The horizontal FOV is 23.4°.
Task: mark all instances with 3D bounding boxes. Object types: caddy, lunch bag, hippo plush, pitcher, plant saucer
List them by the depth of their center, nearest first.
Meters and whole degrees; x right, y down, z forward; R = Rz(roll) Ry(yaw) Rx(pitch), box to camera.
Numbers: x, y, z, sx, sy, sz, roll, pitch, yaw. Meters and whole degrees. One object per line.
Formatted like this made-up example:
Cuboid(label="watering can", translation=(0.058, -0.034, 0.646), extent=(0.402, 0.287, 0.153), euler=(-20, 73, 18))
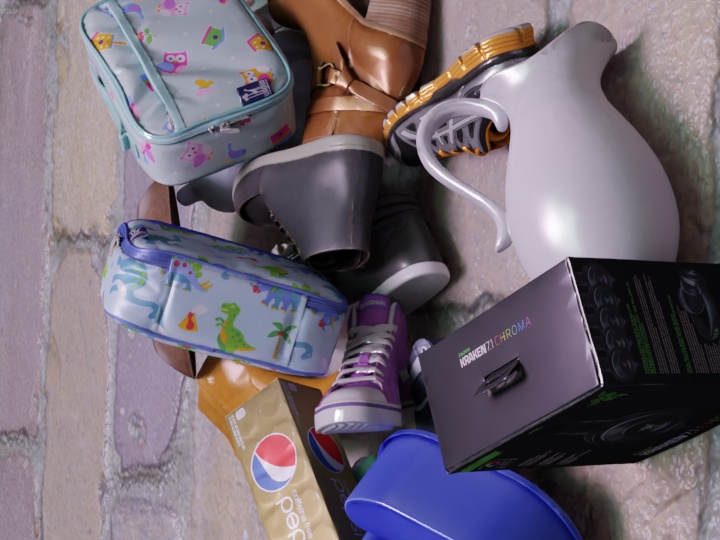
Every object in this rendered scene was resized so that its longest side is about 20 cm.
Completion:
Cuboid(label="pitcher", translation=(0.137, -0.063, 1.282), extent=(0.171, 0.121, 0.201), euler=(-22, 63, 14))
Cuboid(label="caddy", translation=(0.083, 0.204, 1.348), extent=(0.199, 0.105, 0.142), euler=(25, 142, 29))
Cuboid(label="lunch bag", translation=(-0.118, 0.020, 1.456), extent=(0.161, 0.199, 0.083), euler=(-135, 61, -77))
Cuboid(label="lunch bag", translation=(-0.156, -0.173, 1.540), extent=(0.200, 0.160, 0.077), euler=(57, 158, 35))
Cuboid(label="plant saucer", translation=(-0.186, 0.006, 1.649), extent=(0.200, 0.036, 0.202), euler=(174, 90, -87))
Cuboid(label="hippo plush", translation=(-0.104, -0.130, 1.662), extent=(0.161, 0.158, 0.201), euler=(88, 175, -53))

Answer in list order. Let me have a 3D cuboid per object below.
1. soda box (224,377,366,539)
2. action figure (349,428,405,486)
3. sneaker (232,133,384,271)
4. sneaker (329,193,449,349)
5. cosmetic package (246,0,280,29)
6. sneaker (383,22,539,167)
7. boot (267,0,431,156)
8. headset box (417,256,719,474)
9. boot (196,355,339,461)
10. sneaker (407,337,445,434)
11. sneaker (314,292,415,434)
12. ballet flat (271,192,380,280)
Cuboid(label="soda box", translation=(-0.043, 0.195, 1.462), extent=(0.068, 0.064, 0.201), euler=(-37, 58, 23))
Cuboid(label="action figure", translation=(-0.005, 0.217, 1.524), extent=(0.200, 0.118, 0.055), euler=(-56, 34, 25))
Cuboid(label="sneaker", translation=(-0.056, -0.044, 1.512), extent=(0.200, 0.074, 0.107), euler=(-20, 60, 55))
Cuboid(label="sneaker", translation=(0.000, 0.000, 1.542), extent=(0.200, 0.070, 0.100), euler=(-34, 58, 43))
Cuboid(label="cosmetic package", translation=(-0.101, -0.317, 1.709), extent=(0.200, 0.051, 0.152), euler=(-21, 69, 52))
Cuboid(label="sneaker", translation=(0.087, -0.125, 1.423), extent=(0.078, 0.078, 0.200), euler=(61, 146, 6))
Cuboid(label="boot", translation=(-0.024, -0.181, 1.557), extent=(0.199, 0.077, 0.156), euler=(11, 84, 38))
Cuboid(label="headset box", translation=(0.163, 0.067, 1.198), extent=(0.174, 0.199, 0.093), euler=(-36, 60, 47))
Cuboid(label="boot", translation=(-0.081, 0.111, 1.605), extent=(0.144, 0.071, 0.202), euler=(44, 134, 13))
Cuboid(label="sneaker", translation=(0.103, 0.097, 1.390), extent=(0.200, 0.070, 0.109), euler=(-23, 72, 55))
Cuboid(label="sneaker", translation=(0.001, 0.077, 1.436), extent=(0.200, 0.072, 0.115), euler=(2, -96, -81))
Cuboid(label="ballet flat", translation=(-0.044, -0.013, 1.610), extent=(0.200, 0.068, 0.069), euler=(-53, 38, 25))
